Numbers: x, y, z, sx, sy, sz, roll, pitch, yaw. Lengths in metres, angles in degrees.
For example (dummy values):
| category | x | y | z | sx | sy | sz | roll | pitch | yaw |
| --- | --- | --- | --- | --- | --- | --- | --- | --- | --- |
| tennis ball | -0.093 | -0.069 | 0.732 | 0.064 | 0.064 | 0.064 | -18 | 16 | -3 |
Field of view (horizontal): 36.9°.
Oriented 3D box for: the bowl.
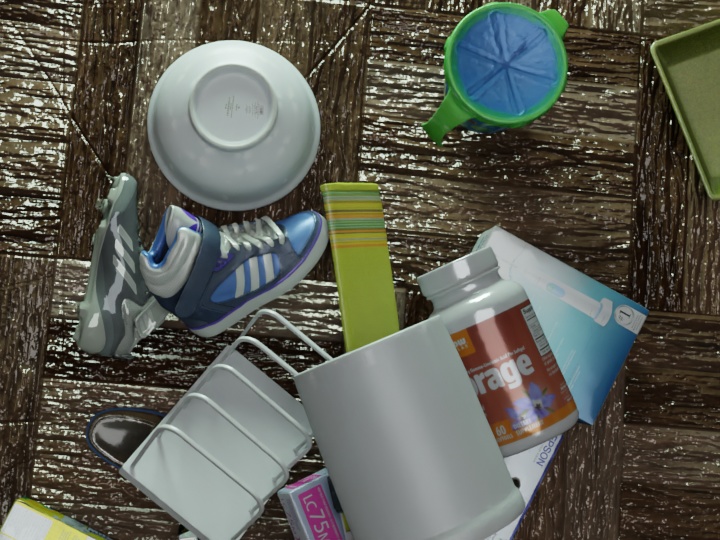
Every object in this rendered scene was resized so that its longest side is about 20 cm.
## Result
| category | x | y | z | sx | sy | sz | roll | pitch | yaw |
| --- | --- | --- | --- | --- | --- | --- | --- | --- | --- |
| bowl | -0.142 | -0.172 | 1.205 | 0.200 | 0.090 | 0.202 | 1 | 84 | -5 |

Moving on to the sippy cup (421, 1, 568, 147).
| category | x | y | z | sx | sy | sz | roll | pitch | yaw |
| --- | --- | --- | --- | --- | --- | --- | --- | --- | --- |
| sippy cup | 0.151 | -0.215 | 1.218 | 0.177 | 0.130 | 0.140 | -6 | 84 | -7 |

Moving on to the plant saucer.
| category | x | y | z | sx | sy | sz | roll | pitch | yaw |
| --- | --- | --- | --- | --- | --- | --- | --- | --- | --- |
| plant saucer | 0.461 | -0.203 | 1.290 | 0.199 | 0.048 | 0.201 | -20 | 87 | -8 |

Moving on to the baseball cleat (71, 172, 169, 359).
| category | x | y | z | sx | sy | sz | roll | pitch | yaw |
| --- | --- | --- | --- | --- | --- | --- | --- | --- | --- |
| baseball cleat | -0.253 | -0.002 | 1.195 | 0.106 | 0.070 | 0.201 | 14 | 87 | -18 |

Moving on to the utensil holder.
| category | x | y | z | sx | sy | sz | roll | pitch | yaw |
| --- | --- | --- | --- | --- | --- | --- | --- | --- | --- |
| utensil holder | 0.042 | 0.164 | 1.038 | 0.169 | 0.170 | 0.201 | -23 | 87 | -8 |

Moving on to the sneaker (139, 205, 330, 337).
| category | x | y | z | sx | sy | sz | roll | pitch | yaw |
| --- | --- | --- | --- | --- | --- | --- | --- | --- | --- |
| sneaker | -0.141 | -0.030 | 1.161 | 0.200 | 0.081 | 0.147 | -38 | 131 | -4 |

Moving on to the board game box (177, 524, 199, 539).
| category | x | y | z | sx | sy | sz | roll | pitch | yaw |
| --- | --- | --- | --- | --- | --- | --- | --- | --- | --- |
| board game box | -0.155 | 0.366 | 1.136 | 0.023 | 0.105 | 0.201 | -16 | 85 | -13 |

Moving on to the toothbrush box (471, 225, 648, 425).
| category | x | y | z | sx | sy | sz | roll | pitch | yaw |
| --- | --- | --- | --- | --- | --- | --- | --- | --- | --- |
| toothbrush box | 0.196 | 0.063 | 1.215 | 0.200 | 0.085 | 0.147 | 28 | 83 | -3 |

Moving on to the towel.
| category | x | y | z | sx | sy | sz | roll | pitch | yaw |
| --- | --- | --- | --- | --- | --- | --- | --- | --- | --- |
| towel | 0.000 | 0.000 | 1.214 | 0.086 | 0.018 | 0.201 | -3 | 83 | -44 |

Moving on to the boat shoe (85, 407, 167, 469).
| category | x | y | z | sx | sy | sz | roll | pitch | yaw |
| --- | --- | --- | --- | --- | --- | --- | --- | --- | --- |
| boat shoe | -0.201 | 0.198 | 1.165 | 0.199 | 0.072 | 0.072 | 18 | 82 | -4 |

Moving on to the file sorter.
| category | x | y | z | sx | sy | sz | roll | pitch | yaw |
| --- | --- | --- | --- | --- | --- | --- | --- | --- | --- |
| file sorter | -0.118 | 0.158 | 1.108 | 0.139 | 0.125 | 0.200 | 40 | 46 | -1 |

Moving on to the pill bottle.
| category | x | y | z | sx | sy | sz | roll | pitch | yaw |
| --- | --- | --- | --- | --- | --- | --- | --- | --- | --- |
| pill bottle | 0.136 | 0.082 | 1.111 | 0.112 | 0.112 | 0.201 | -24 | 88 | -8 |

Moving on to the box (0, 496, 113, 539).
| category | x | y | z | sx | sy | sz | roll | pitch | yaw |
| --- | --- | --- | --- | --- | --- | --- | --- | --- | --- |
| box | -0.302 | 0.337 | 1.154 | 0.200 | 0.048 | 0.118 | 27 | 81 | -1 |

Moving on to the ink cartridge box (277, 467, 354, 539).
| category | x | y | z | sx | sy | sz | roll | pitch | yaw |
| --- | --- | --- | --- | --- | --- | --- | --- | --- | --- |
| ink cartridge box | 0.023 | 0.245 | 1.127 | 0.200 | 0.042 | 0.120 | -21 | 90 | -30 |

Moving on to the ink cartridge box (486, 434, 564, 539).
| category | x | y | z | sx | sy | sz | roll | pitch | yaw |
| --- | --- | --- | --- | --- | --- | --- | --- | --- | --- |
| ink cartridge box | 0.096 | 0.221 | 1.210 | 0.200 | 0.043 | 0.197 | 30 | 82 | -5 |
